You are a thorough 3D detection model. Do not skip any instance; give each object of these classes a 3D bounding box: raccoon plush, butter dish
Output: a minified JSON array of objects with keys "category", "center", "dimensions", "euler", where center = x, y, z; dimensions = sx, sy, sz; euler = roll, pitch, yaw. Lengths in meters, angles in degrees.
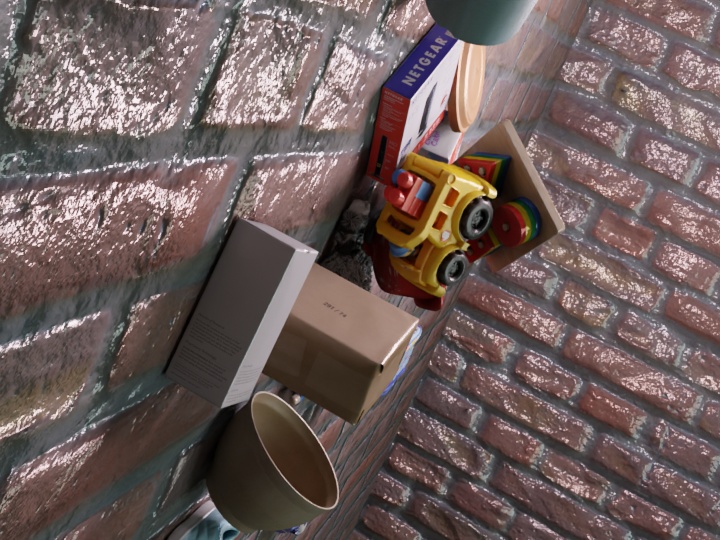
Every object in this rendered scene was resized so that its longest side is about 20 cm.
[{"category":"raccoon plush","center":[0.000,0.000,1.534],"dimensions":[0.203,0.096,0.134],"euler":[-63,163,1]},{"category":"butter dish","center":[0.067,-0.032,1.692],"dimensions":[0.199,0.145,0.204],"euler":[-173,-98,-80]}]

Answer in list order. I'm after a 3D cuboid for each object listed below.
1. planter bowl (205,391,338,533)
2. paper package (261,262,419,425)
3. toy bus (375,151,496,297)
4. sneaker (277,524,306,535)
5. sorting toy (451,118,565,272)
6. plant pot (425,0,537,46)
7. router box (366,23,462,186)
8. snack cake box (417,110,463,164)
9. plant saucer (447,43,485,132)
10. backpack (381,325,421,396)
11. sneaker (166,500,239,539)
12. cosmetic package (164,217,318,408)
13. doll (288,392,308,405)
[{"category":"planter bowl","center":[-0.145,0.301,1.421],"dimensions":[0.134,0.202,0.200],"euler":[-37,172,12]},{"category":"paper package","center":[-0.043,0.091,1.331],"dimensions":[0.191,0.198,0.105],"euler":[-41,156,-63]},{"category":"toy bus","center":[0.092,-0.080,1.497],"dimensions":[0.191,0.135,0.203],"euler":[16,103,-50]},{"category":"sneaker","center":[-0.146,0.540,2.104],"dimensions":[0.117,0.079,0.199],"euler":[-70,168,19]},{"category":"sorting toy","center":[0.216,-0.111,1.593],"dimensions":[0.069,0.203,0.199],"euler":[-22,172,-31]},{"category":"plant pot","center":[0.180,-0.420,1.272],"dimensions":[0.201,0.198,0.197],"euler":[-55,173,-32]},{"category":"router box","center":[0.085,-0.260,1.498],"dimensions":[0.201,0.048,0.181],"euler":[-54,165,-37]},{"category":"snack cake box","center":[0.136,-0.188,1.794],"dimensions":[0.202,0.066,0.116],"euler":[101,14,-52]},{"category":"plant saucer","center":[0.187,-0.341,1.662],"dimensions":[0.200,0.032,0.204],"euler":[8,90,-75]},{"category":"backpack","center":[0.017,0.187,1.945],"dimensions":[0.202,0.133,0.182],"euler":[-65,167,22]},{"category":"sneaker","center":[-0.244,0.422,1.438],"dimensions":[0.200,0.081,0.075],"euler":[-45,157,-57]},{"category":"cosmetic package","center":[-0.135,0.049,1.120],"dimensions":[0.203,0.084,0.108],"euler":[-65,168,2]},{"category":"doll","center":[-0.089,0.174,1.660],"dimensions":[0.201,0.048,0.138],"euler":[109,4,-58]}]
